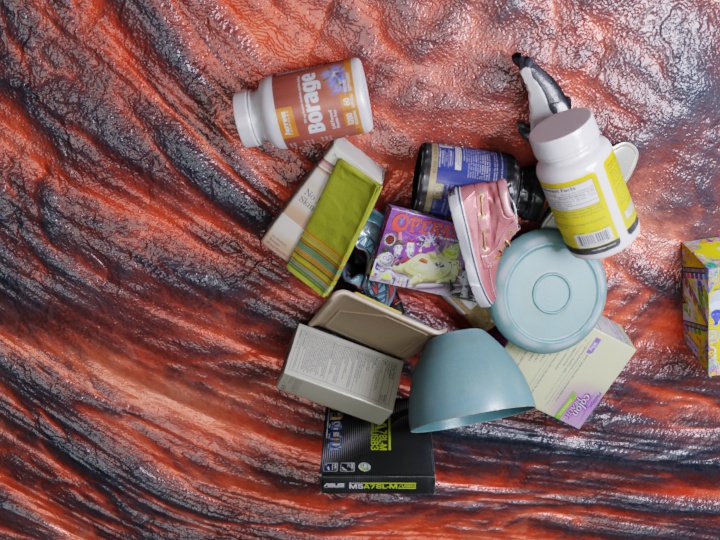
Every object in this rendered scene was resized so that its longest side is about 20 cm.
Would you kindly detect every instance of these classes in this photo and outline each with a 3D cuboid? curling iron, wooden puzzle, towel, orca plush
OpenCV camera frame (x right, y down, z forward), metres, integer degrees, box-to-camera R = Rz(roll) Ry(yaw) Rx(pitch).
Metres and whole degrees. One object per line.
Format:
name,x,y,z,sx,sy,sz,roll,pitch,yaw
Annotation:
curling iron,0.065,0.043,1.341,0.049,0.026,0.202,-11,112,10
wooden puzzle,0.025,0.089,1.303,0.198,0.038,0.185,20,157,-10
towel,-0.043,-0.063,1.194,0.086,0.018,0.201,33,112,16
orca plush,0.292,-0.252,1.209,0.201,0.071,0.105,55,148,-14

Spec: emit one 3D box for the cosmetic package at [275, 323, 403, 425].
cosmetic package,-0.035,0.180,1.349,0.198,0.104,0.073,22,145,-7

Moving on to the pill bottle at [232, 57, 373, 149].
pill bottle,-0.086,-0.246,1.180,0.198,0.112,0.113,-11,112,6

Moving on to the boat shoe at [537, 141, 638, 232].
boat shoe,0.358,-0.127,1.245,0.074,0.062,0.201,29,112,-13

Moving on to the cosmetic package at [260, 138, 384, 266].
cosmetic package,-0.060,-0.104,1.251,0.103,0.087,0.201,35,109,-10

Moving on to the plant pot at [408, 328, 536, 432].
plant pot,0.164,0.169,1.231,0.198,0.200,0.136,-12,74,6

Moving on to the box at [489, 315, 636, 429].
box,0.329,0.141,1.337,0.198,0.097,0.177,26,110,-8

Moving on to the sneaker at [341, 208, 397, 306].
sneaker,0.000,0.000,1.268,0.079,0.095,0.202,21,134,33

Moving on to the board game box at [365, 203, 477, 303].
board game box,0.117,-0.024,1.222,0.198,0.032,0.121,11,104,-19

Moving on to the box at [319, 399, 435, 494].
box,0.030,0.301,1.354,0.191,0.201,0.048,-2,119,3

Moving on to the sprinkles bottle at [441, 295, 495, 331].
sprinkles bottle,0.154,0.015,1.305,0.068,0.068,0.200,-41,106,16

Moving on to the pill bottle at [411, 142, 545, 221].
pill bottle,0.184,-0.132,1.221,0.198,0.112,0.113,7,112,-1

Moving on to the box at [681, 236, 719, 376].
box,0.646,0.047,1.277,0.198,0.122,0.195,-9,113,5

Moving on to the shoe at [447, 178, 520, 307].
shoe,0.198,-0.039,1.168,0.090,0.072,0.202,-12,114,15

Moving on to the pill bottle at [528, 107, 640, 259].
pill bottle,0.326,-0.127,1.146,0.113,0.115,0.201,-24,115,11

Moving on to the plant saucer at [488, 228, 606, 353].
plant saucer,0.300,0.035,1.237,0.198,0.027,0.203,-1,95,-7
